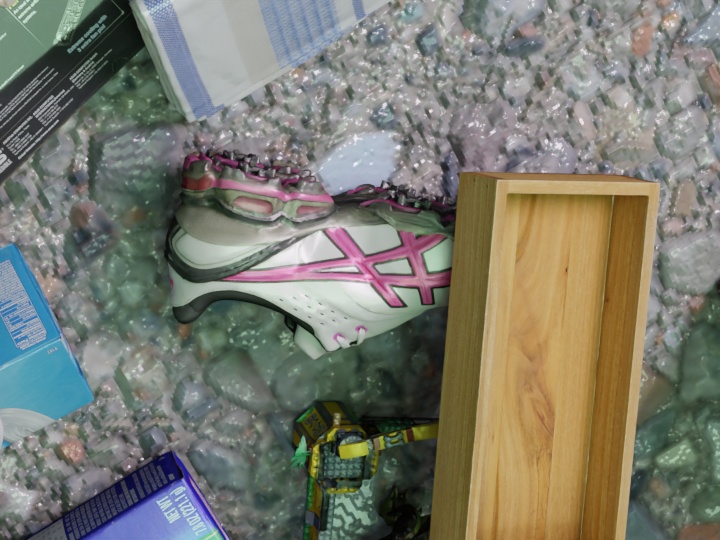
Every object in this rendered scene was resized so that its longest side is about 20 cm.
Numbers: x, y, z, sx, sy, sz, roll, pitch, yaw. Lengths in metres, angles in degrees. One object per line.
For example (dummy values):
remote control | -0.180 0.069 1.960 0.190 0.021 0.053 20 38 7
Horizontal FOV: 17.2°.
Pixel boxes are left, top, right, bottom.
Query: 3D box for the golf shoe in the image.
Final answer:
golf shoe | 0.000 0.000 1.189 0.199 0.073 0.092 10 99 -12

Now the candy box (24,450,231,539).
candy box | -0.133 0.217 1.200 0.200 0.077 0.169 -32 99 -4

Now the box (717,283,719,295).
box | 0.333 0.029 1.248 0.200 0.164 0.166 39 94 -24

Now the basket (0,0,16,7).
basket | -0.204 -0.202 0.946 0.200 0.136 0.124 18 107 -45

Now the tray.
tray | 0.088 0.053 1.165 0.098 0.037 0.201 0 100 -33

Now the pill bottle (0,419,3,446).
pill bottle | -0.250 0.017 1.053 0.111 0.111 0.200 -31 71 -5

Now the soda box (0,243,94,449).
soda box | -0.233 0.070 1.133 0.200 0.064 0.068 -27 150 -6

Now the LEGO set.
LEGO set | 0.055 0.146 1.227 0.199 0.116 0.154 10 104 -20

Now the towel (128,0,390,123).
towel | -0.014 -0.146 1.113 0.200 0.147 0.024 -32 74 -4

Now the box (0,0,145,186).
box | -0.166 -0.151 1.102 0.200 0.050 0.158 -44 113 0
